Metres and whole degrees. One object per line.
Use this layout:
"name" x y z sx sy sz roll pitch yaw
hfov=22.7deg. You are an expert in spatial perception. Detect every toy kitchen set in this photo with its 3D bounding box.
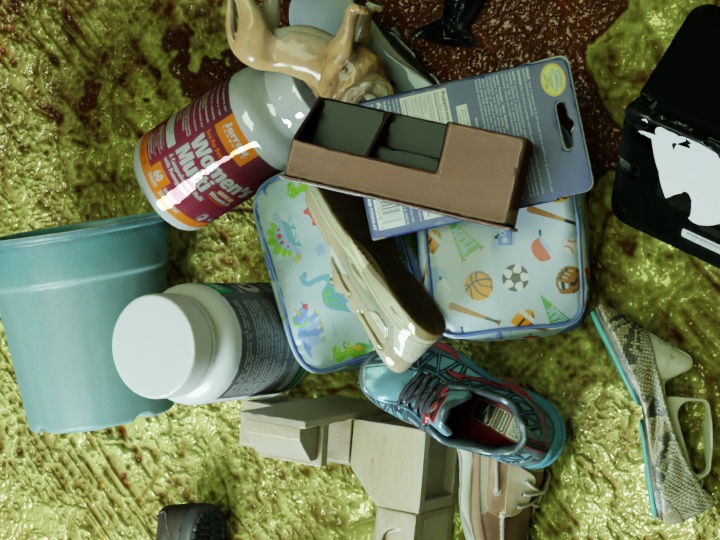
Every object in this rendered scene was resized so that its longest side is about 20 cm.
"toy kitchen set" -0.036 0.217 1.663 0.199 0.163 0.182 7 94 30

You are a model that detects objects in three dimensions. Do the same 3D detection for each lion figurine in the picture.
"lion figurine" -0.053 -0.199 1.629 0.199 0.072 0.123 24 108 13

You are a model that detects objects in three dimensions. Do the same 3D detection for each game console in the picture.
"game console" 0.333 -0.100 1.530 0.199 0.116 0.177 27 134 28

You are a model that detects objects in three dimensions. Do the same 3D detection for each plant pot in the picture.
"plant pot" -0.274 0.053 1.795 0.199 0.200 0.198 -5 96 30

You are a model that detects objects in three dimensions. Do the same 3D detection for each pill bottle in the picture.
"pill bottle" -0.115 -0.129 1.738 0.199 0.109 0.110 -30 76 27
"pill bottle" -0.137 0.068 1.699 0.112 0.200 0.114 0 90 29

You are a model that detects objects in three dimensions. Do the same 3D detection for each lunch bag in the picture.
"lunch bag" -0.011 -0.010 1.692 0.160 0.082 0.201 -21 80 26
"lunch bag" 0.122 -0.038 1.600 0.159 0.076 0.202 -6 86 11

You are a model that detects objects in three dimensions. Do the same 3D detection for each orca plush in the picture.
"orca plush" 0.082 -0.309 1.643 0.105 0.071 0.201 27 103 27

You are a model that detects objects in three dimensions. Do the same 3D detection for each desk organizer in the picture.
"desk organizer" 0.041 -0.092 1.512 0.199 0.072 0.078 13 92 11

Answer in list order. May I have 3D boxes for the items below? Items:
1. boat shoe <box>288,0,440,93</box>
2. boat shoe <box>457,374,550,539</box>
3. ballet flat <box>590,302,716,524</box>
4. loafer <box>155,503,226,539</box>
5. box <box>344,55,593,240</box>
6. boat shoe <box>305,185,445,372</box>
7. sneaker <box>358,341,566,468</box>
"boat shoe" 0.017 -0.195 1.685 0.199 0.068 0.074 38 104 18
"boat shoe" 0.132 0.191 1.618 0.071 0.076 0.202 -12 86 27
"ballet flat" 0.262 0.116 1.554 0.075 0.068 0.201 -17 87 7
"loafer" -0.186 0.326 1.803 0.071 0.073 0.202 14 92 38
"box" 0.095 -0.105 1.552 0.199 0.032 0.122 -12 89 13
"boat shoe" 0.000 0.000 1.595 0.065 0.072 0.201 -49 60 29
"sneaker" 0.080 0.111 1.564 0.199 0.095 0.080 19 94 25
